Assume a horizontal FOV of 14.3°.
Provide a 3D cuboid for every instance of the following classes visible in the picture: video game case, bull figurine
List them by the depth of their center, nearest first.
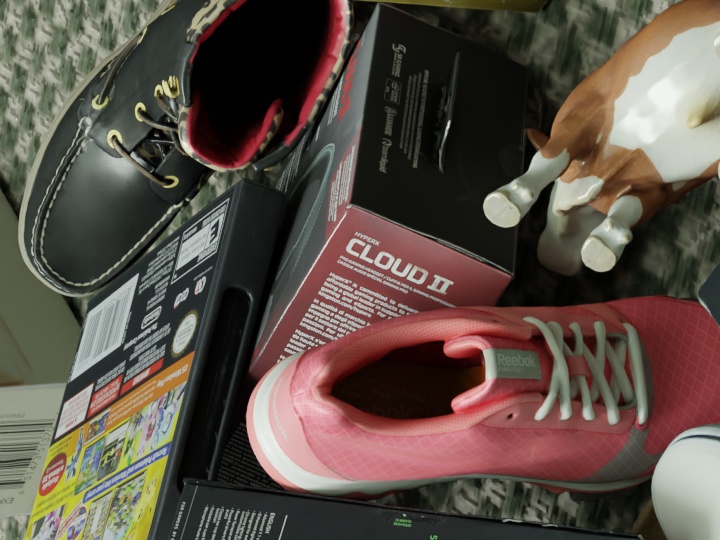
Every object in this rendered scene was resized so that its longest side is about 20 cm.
[{"bbox_3d":[0.115,-0.055,1.064,0.065,0.121,0.200,46,127,-4],"label":"bull figurine"},{"bbox_3d":[-0.096,0.073,1.208,0.200,0.025,0.181,-33,40,62],"label":"video game case"}]

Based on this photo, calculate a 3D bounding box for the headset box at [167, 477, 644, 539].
[{"bbox_3d":[0.016,0.180,1.041,0.199,0.093,0.175,4,63,24],"label":"headset box"}]

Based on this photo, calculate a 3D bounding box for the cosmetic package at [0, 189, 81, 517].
[{"bbox_3d":[-0.222,0.027,1.518,0.200,0.087,0.104,55,132,37],"label":"cosmetic package"}]

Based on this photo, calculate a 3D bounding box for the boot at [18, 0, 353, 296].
[{"bbox_3d":[-0.076,-0.066,1.254,0.200,0.073,0.151,-51,15,1],"label":"boot"}]

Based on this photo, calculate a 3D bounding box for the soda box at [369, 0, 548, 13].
[{"bbox_3d":[0.001,-0.151,1.133,0.068,0.200,0.064,-52,51,38],"label":"soda box"}]

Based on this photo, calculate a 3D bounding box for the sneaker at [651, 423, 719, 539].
[{"bbox_3d":[0.152,0.127,0.984,0.200,0.071,0.073,53,130,38],"label":"sneaker"}]

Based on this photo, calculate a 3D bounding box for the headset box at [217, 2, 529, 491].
[{"bbox_3d":[0.000,0.000,1.185,0.149,0.077,0.200,-82,18,-52],"label":"headset box"}]

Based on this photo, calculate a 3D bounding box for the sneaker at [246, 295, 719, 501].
[{"bbox_3d":[0.061,0.047,1.058,0.087,0.199,0.074,122,139,-73],"label":"sneaker"}]

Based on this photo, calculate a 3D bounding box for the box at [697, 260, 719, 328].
[{"bbox_3d":[0.219,-0.011,0.950,0.200,0.079,0.141,-58,45,34],"label":"box"}]

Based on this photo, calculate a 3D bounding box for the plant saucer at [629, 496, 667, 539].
[{"bbox_3d":[0.167,0.159,1.053,0.200,0.035,0.201,0,89,53],"label":"plant saucer"}]
